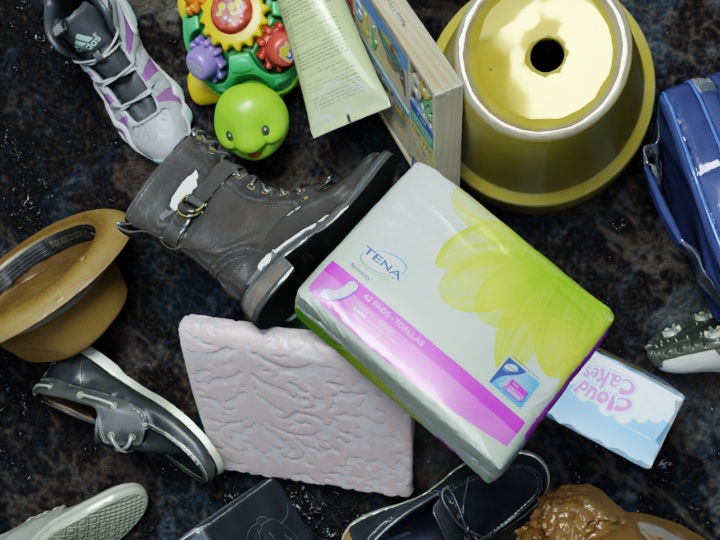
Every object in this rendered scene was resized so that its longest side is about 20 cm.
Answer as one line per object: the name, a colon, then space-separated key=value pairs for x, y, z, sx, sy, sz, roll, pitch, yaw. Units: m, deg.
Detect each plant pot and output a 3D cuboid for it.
plant pot: x=0.146 y=-0.154 z=0.754 sx=0.197 sy=0.189 sz=0.204 roll=0 pitch=89 yaw=9

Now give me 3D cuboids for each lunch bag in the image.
lunch bag: x=0.303 y=-0.069 z=0.738 sx=0.130 sy=0.136 sz=0.203 roll=-16 pitch=65 yaw=8

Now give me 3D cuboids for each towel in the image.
towel: x=-0.048 y=0.119 z=0.802 sx=0.197 sy=0.032 sz=0.193 roll=6 pitch=134 yaw=11

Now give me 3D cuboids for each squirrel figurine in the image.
squirrel figurine: x=0.193 y=0.293 z=0.774 sx=0.198 sy=0.141 sz=0.189 roll=30 pitch=105 yaw=14

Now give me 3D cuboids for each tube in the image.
tube: x=-0.040 y=-0.220 z=0.783 sx=0.051 sy=0.058 sz=0.203 roll=-20 pitch=91 yaw=-26

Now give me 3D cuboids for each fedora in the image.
fedora: x=-0.283 y=0.027 z=0.859 sx=0.199 sy=0.201 sz=0.082 roll=-26 pitch=120 yaw=8

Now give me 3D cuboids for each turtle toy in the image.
turtle toy: x=-0.101 y=-0.200 z=0.842 sx=0.143 sy=0.101 sz=0.203 roll=-8 pitch=87 yaw=10

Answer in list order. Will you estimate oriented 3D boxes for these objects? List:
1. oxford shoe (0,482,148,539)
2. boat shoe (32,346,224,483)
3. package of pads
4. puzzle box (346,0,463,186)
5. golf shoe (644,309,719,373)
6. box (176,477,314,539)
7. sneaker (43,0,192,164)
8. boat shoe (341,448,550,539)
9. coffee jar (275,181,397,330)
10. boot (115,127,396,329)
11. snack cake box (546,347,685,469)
oxford shoe: x=-0.293 y=0.254 z=0.884 sx=0.199 sy=0.075 sz=0.058 roll=-34 pitch=47 yaw=6
boat shoe: x=-0.214 y=0.144 z=0.859 sx=0.198 sy=0.072 sz=0.068 roll=30 pitch=56 yaw=14
package of pads: x=0.070 y=0.031 z=0.694 sx=0.199 sy=0.068 sz=0.155 roll=39 pitch=71 yaw=13
puzzle box: x=0.029 y=-0.167 z=0.768 sx=0.025 sy=0.134 sz=0.201 roll=-22 pitch=57 yaw=-9
golf shoe: x=0.343 y=0.072 z=0.772 sx=0.197 sy=0.077 sz=0.089 roll=-11 pitch=101 yaw=15
box: x=-0.093 y=0.306 z=0.778 sx=0.123 sy=0.197 sz=0.201 roll=-34 pitch=83 yaw=7
sneaker: x=-0.235 y=-0.191 z=0.844 sx=0.077 sy=0.140 sz=0.201 roll=-34 pitch=83 yaw=7
boat shoe: x=0.078 y=0.218 z=0.805 sx=0.198 sy=0.062 sz=0.076 roll=-22 pitch=99 yaw=-5
coffee jar: x=0.000 y=0.000 z=0.818 sx=0.198 sy=0.086 sz=0.105 roll=-29 pitch=45 yaw=8
boot: x=-0.086 y=-0.066 z=0.766 sx=0.174 sy=0.069 sz=0.200 roll=39 pitch=74 yaw=22
snack cake box: x=0.161 y=0.082 z=0.781 sx=0.198 sy=0.115 sz=0.068 roll=27 pitch=93 yaw=9
